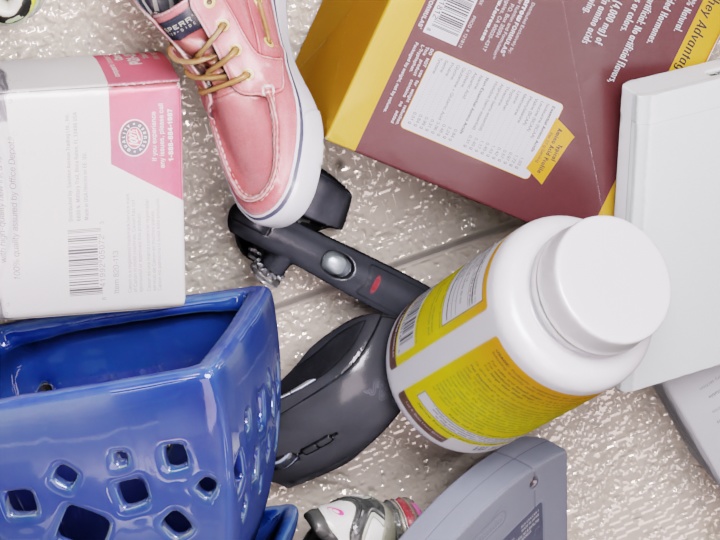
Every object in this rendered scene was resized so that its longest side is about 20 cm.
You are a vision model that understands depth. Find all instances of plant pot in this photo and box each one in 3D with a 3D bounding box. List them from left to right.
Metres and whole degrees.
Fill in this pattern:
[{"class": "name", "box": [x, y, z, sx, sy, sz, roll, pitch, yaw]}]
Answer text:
[{"class": "plant pot", "box": [-0.145, 0.129, 1.587, 0.199, 0.200, 0.180, -9, 104, 9]}]

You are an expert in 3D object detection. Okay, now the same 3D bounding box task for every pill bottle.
[{"class": "pill bottle", "box": [0.102, 0.035, 1.584, 0.109, 0.200, 0.110, 9, 69, -24]}]

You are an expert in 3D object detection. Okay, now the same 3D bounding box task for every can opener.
[{"class": "can opener", "box": [0.000, 0.000, 1.677, 0.200, 0.063, 0.079, 32, 99, -20]}]

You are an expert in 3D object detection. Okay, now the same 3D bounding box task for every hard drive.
[{"class": "hard drive", "box": [0.212, -0.032, 1.610, 0.132, 0.026, 0.201, -15, 121, -26]}]

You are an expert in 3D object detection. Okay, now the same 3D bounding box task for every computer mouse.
[{"class": "computer mouse", "box": [-0.021, 0.124, 1.701, 0.200, 0.046, 0.140, -35, 123, 13]}]

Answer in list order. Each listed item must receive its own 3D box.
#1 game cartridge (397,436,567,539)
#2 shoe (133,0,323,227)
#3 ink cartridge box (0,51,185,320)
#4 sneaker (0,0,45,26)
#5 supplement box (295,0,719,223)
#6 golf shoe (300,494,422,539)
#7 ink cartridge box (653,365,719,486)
[{"class": "game cartridge", "box": [0.067, 0.199, 1.706, 0.200, 0.041, 0.133, -39, 143, -39]}, {"class": "shoe", "box": [-0.084, -0.124, 1.548, 0.071, 0.201, 0.091, -26, 152, 33]}, {"class": "ink cartridge box", "box": [-0.211, -0.051, 1.601, 0.199, 0.083, 0.147, -4, 110, -12]}, {"class": "sneaker", "box": [-0.219, -0.239, 1.537, 0.075, 0.076, 0.201, -18, 109, -4]}, {"class": "supplement box", "box": [0.094, -0.149, 1.609, 0.200, 0.133, 0.198, 21, 103, -19]}, {"class": "golf shoe", "box": [-0.035, 0.226, 1.727, 0.092, 0.073, 0.200, 7, 120, -33]}, {"class": "ink cartridge box", "box": [0.295, 0.050, 1.750, 0.200, 0.084, 0.176, -31, 112, 0]}]
